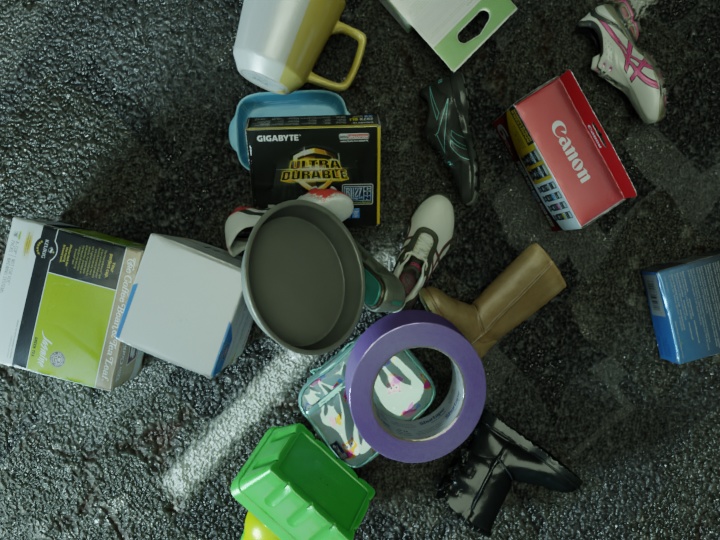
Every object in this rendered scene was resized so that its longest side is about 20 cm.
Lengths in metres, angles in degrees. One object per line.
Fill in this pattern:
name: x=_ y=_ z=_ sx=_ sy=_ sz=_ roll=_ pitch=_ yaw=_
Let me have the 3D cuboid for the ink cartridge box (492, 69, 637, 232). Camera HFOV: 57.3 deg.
ink cartridge box: x=0.294 y=-0.168 z=0.968 sx=0.082 sy=0.176 sz=0.203 roll=-30 pitch=91 yaw=-1

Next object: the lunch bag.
lunch bag: x=0.005 y=0.190 z=1.015 sx=0.199 sy=0.077 sz=0.162 roll=-40 pitch=92 yaw=-1

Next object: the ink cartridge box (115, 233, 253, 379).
ink cartridge box: x=-0.229 y=0.043 z=0.945 sx=0.141 sy=0.200 sz=0.151 roll=20 pitch=91 yaw=0

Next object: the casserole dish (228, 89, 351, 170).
casserole dish: x=-0.105 y=-0.213 z=1.025 sx=0.193 sy=0.039 sz=0.125 roll=-3 pitch=91 yaw=-1

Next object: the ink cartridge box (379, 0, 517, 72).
ink cartridge box: x=0.125 y=-0.426 z=1.022 sx=0.145 sy=0.048 sz=0.201 roll=-43 pitch=92 yaw=0

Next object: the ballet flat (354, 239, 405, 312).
ballet flat: x=0.000 y=0.000 z=0.990 sx=0.062 sy=0.200 sz=0.069 roll=9 pitch=115 yaw=-39

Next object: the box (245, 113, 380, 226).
box: x=-0.067 y=-0.146 z=0.985 sx=0.193 sy=0.050 sz=0.164 roll=-1 pitch=124 yaw=-2

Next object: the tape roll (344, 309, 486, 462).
tape roll: x=0.077 y=0.163 z=0.934 sx=0.193 sy=0.066 sz=0.207 roll=-2 pitch=103 yaw=-7

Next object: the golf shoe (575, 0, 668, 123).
golf shoe: x=0.405 y=-0.315 z=1.024 sx=0.090 sy=0.073 sz=0.205 roll=-22 pitch=82 yaw=5

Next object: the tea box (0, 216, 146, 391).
tea box: x=-0.414 y=0.045 z=0.973 sx=0.191 sy=0.134 sz=0.206 roll=15 pitch=91 yaw=-1

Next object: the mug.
mug: x=-0.099 y=-0.342 z=0.958 sx=0.182 sy=0.149 sz=0.157 roll=21 pitch=89 yaw=19

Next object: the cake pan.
cake pan: x=-0.077 y=0.010 z=0.876 sx=0.196 sy=0.036 sz=0.207 roll=10 pitch=74 yaw=-40

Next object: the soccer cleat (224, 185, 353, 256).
soccer cleat: x=-0.104 y=-0.065 z=0.951 sx=0.193 sy=0.087 sz=0.070 roll=-8 pitch=133 yaw=7

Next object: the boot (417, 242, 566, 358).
boot: x=0.201 y=0.030 z=1.009 sx=0.199 sy=0.066 sz=0.176 roll=-41 pitch=124 yaw=0

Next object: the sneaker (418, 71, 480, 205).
sneaker: x=0.141 y=-0.199 z=1.024 sx=0.077 sy=0.075 sz=0.207 roll=-10 pitch=84 yaw=11

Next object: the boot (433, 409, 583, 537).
boot: x=0.225 y=0.335 z=1.026 sx=0.195 sy=0.073 sz=0.165 roll=32 pitch=88 yaw=5

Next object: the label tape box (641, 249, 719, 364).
label tape box: x=0.560 y=0.047 z=1.034 sx=0.194 sy=0.063 sz=0.149 roll=-14 pitch=91 yaw=-1

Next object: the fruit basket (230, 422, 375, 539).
fruit basket: x=-0.103 y=0.359 z=1.003 sx=0.210 sy=0.156 sz=0.220 roll=16 pitch=131 yaw=20

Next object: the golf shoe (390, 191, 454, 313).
golf shoe: x=0.095 y=-0.025 z=1.010 sx=0.075 sy=0.088 sz=0.205 roll=24 pitch=89 yaw=0
